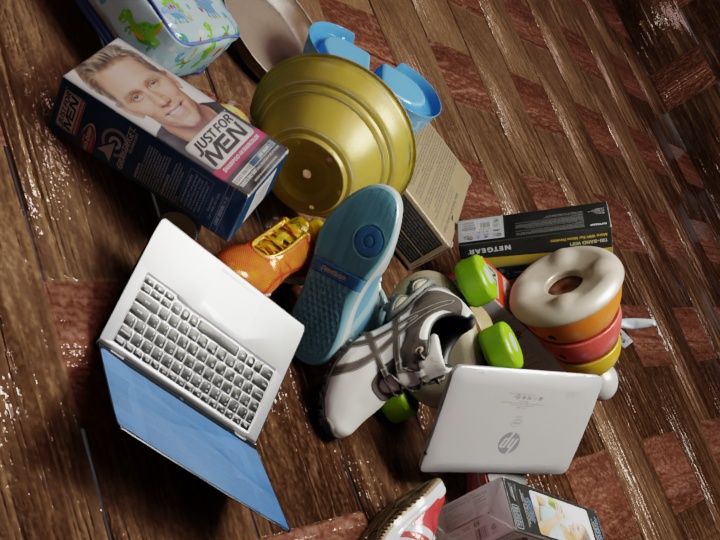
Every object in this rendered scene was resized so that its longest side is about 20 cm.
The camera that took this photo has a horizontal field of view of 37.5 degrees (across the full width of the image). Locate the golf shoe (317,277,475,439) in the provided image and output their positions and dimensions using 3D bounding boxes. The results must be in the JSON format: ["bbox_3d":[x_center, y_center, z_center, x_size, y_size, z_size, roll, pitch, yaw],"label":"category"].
[{"bbox_3d":[0.037,0.095,1.081,0.201,0.094,0.078,-51,134,-15],"label":"golf shoe"}]

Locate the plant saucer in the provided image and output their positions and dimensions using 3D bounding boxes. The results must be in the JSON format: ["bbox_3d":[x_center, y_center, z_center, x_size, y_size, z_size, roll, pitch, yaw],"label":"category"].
[{"bbox_3d":[-0.114,-0.300,1.352,0.199,0.032,0.202,37,36,-33],"label":"plant saucer"}]

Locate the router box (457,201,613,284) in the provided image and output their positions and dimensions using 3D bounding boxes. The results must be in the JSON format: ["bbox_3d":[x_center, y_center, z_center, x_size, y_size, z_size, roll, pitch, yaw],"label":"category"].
[{"bbox_3d":[0.235,-0.003,1.404,0.053,0.196,0.159,-86,164,-47],"label":"router box"}]

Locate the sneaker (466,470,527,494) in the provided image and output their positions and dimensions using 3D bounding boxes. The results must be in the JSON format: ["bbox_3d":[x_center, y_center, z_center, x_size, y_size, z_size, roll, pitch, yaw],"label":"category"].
[{"bbox_3d":[0.153,0.196,1.262,0.073,0.087,0.202,27,46,-11],"label":"sneaker"}]

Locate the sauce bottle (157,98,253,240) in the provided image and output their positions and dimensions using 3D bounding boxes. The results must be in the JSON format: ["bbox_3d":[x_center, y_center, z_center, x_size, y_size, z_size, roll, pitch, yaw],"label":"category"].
[{"bbox_3d":[-0.157,-0.098,1.071,0.066,0.066,0.202,44,35,-24],"label":"sauce bottle"}]

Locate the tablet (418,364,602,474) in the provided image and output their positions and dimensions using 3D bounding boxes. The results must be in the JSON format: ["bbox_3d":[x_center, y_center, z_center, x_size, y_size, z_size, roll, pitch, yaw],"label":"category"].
[{"bbox_3d":[0.165,0.166,1.149,0.197,0.132,0.014,7,23,-26],"label":"tablet"}]

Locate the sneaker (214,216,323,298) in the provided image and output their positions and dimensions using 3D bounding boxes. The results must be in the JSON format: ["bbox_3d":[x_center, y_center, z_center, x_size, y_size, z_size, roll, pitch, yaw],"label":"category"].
[{"bbox_3d":[-0.090,-0.021,1.076,0.072,0.078,0.200,32,21,14],"label":"sneaker"}]

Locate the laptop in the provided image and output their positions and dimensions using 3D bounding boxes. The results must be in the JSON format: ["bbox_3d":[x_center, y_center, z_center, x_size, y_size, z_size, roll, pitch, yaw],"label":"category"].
[{"bbox_3d":[-0.117,0.084,0.902,0.187,0.115,0.202,40,62,-32],"label":"laptop"}]

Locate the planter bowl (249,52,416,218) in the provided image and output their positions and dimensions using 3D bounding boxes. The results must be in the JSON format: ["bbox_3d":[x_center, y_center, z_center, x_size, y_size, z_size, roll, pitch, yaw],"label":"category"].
[{"bbox_3d":[-0.045,-0.121,1.136,0.201,0.199,0.084,50,39,-16],"label":"planter bowl"}]

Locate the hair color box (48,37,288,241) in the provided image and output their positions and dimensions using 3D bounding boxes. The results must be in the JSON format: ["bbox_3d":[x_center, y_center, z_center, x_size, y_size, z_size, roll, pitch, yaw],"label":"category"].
[{"bbox_3d":[-0.176,-0.124,0.984,0.198,0.061,0.100,32,38,0],"label":"hair color box"}]

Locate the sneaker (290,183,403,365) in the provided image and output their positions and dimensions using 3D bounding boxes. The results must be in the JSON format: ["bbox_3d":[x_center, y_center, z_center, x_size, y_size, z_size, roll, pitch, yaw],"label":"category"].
[{"bbox_3d":[0.000,0.000,1.124,0.079,0.202,0.130,34,15,18],"label":"sneaker"}]

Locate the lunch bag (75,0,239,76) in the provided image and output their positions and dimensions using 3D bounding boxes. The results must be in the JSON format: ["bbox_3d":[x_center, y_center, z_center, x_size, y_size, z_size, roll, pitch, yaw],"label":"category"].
[{"bbox_3d":[-0.216,-0.282,1.101,0.162,0.082,0.200,55,20,-6],"label":"lunch bag"}]

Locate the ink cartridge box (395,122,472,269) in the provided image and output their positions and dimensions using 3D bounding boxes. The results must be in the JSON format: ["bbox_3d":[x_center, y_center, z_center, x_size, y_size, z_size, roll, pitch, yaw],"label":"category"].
[{"bbox_3d":[0.063,-0.124,1.424,0.165,0.075,0.201,51,30,-17],"label":"ink cartridge box"}]

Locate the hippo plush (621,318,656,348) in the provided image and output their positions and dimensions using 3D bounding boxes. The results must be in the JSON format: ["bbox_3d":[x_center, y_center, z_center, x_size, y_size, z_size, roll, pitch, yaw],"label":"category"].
[{"bbox_3d":[0.286,0.081,1.558,0.200,0.160,0.160,46,59,7],"label":"hippo plush"}]

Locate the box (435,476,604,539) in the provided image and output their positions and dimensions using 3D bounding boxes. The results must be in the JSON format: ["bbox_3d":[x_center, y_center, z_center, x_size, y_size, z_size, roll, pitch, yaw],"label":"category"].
[{"bbox_3d":[0.175,0.298,1.175,0.199,0.116,0.061,27,39,-42],"label":"box"}]

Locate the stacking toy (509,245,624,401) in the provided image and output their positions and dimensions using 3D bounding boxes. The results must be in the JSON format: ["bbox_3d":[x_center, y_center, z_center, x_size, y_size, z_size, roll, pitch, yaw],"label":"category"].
[{"bbox_3d":[0.281,0.085,1.324,0.202,0.144,0.147,63,25,-27],"label":"stacking toy"}]

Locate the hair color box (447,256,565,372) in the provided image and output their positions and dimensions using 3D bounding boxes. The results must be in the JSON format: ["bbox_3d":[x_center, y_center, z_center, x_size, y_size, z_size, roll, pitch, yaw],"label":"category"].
[{"bbox_3d":[0.176,0.081,1.375,0.199,0.110,0.065,39,35,-32],"label":"hair color box"}]

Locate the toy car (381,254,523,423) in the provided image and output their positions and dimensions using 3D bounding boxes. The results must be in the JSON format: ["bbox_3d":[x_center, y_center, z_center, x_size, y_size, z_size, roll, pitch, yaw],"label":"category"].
[{"bbox_3d":[0.114,0.092,1.241,0.199,0.162,0.160,27,40,-62],"label":"toy car"}]

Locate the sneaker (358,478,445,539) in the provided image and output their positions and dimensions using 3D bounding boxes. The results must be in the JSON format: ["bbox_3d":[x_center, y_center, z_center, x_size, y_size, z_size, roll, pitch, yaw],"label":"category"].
[{"bbox_3d":[0.051,0.293,1.029,0.113,0.071,0.200,54,37,-1],"label":"sneaker"}]

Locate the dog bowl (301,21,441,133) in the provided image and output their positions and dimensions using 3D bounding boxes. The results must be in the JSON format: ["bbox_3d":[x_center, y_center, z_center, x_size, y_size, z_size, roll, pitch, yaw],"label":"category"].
[{"bbox_3d":[0.009,-0.240,1.357,0.198,0.050,0.112,28,35,-17],"label":"dog bowl"}]
